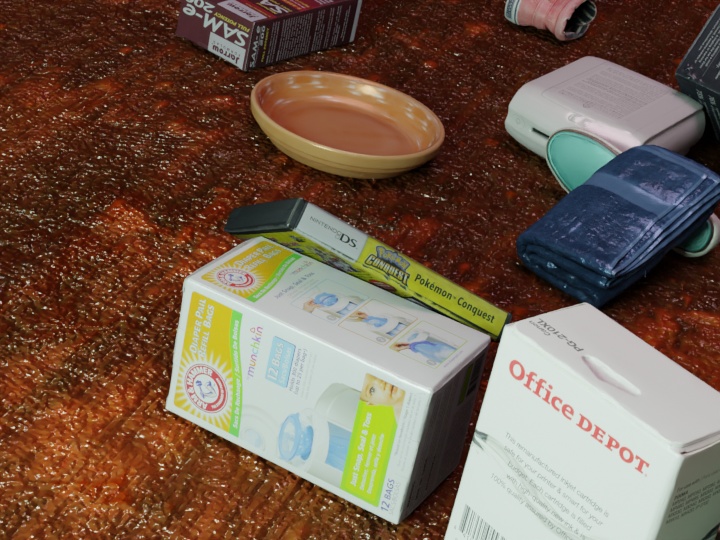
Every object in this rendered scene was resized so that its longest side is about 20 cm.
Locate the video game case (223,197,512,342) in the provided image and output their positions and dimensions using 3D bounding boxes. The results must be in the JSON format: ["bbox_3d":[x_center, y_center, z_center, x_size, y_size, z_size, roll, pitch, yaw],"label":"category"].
[{"bbox_3d":[0.000,0.000,1.233,0.180,0.026,0.200,28,-8,-16],"label":"video game case"}]

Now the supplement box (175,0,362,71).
[{"bbox_3d":[-0.100,-0.287,1.846,0.108,0.061,0.199,29,32,26],"label":"supplement box"}]

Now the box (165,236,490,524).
[{"bbox_3d":[-0.025,0.072,1.156,0.199,0.113,0.101,24,29,20],"label":"box"}]

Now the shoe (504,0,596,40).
[{"bbox_3d":[0.273,-0.351,2.127,0.090,0.072,0.200,28,36,23],"label":"shoe"}]

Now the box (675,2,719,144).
[{"bbox_3d":[0.461,-0.184,1.789,0.199,0.105,0.148,31,-8,29],"label":"box"}]

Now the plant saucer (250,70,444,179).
[{"bbox_3d":[-0.015,-0.143,1.643,0.198,0.038,0.201,11,27,-6],"label":"plant saucer"}]

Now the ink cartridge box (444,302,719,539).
[{"bbox_3d":[0.138,0.143,1.004,0.084,0.202,0.144,-14,38,-41],"label":"ink cartridge box"}]

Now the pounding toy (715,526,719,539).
[{"bbox_3d":[0.307,0.200,1.078,0.198,0.143,0.184,-13,36,-23],"label":"pounding toy"}]

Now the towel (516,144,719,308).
[{"bbox_3d":[0.241,-0.050,1.510,0.111,0.049,0.200,31,51,31],"label":"towel"}]

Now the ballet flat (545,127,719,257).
[{"bbox_3d":[0.272,-0.076,1.627,0.199,0.070,0.069,34,33,21],"label":"ballet flat"}]

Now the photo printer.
[{"bbox_3d":[0.259,-0.158,1.757,0.165,0.070,0.200,27,31,24],"label":"photo printer"}]
